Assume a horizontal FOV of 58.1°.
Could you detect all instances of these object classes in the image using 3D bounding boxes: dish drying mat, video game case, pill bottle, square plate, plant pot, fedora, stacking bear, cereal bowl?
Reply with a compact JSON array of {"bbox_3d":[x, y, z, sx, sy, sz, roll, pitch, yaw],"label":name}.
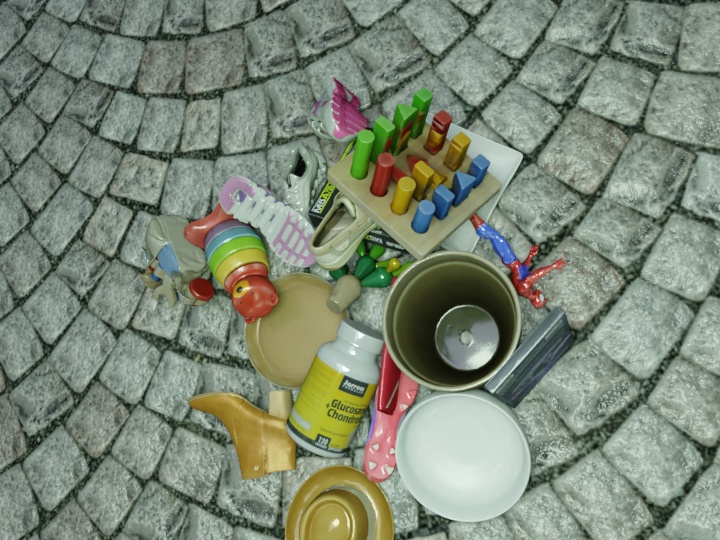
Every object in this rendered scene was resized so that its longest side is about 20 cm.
[{"bbox_3d":[0.052,0.118,1.003,0.018,0.077,0.203,3,73,21],"label":"dish drying mat"},{"bbox_3d":[0.248,0.131,0.931,0.019,0.200,0.143,42,92,26],"label":"video game case"},{"bbox_3d":[-0.034,0.186,1.041,0.111,0.112,0.202,26,95,20],"label":"pill bottle"},{"bbox_3d":[0.147,-0.147,1.115,0.197,0.028,0.202,29,88,21],"label":"square plate"},{"bbox_3d":[-0.110,0.105,1.140,0.197,0.027,0.203,-3,78,16],"label":"plant pot"},{"bbox_3d":[0.150,0.088,0.982,0.197,0.173,0.203,-5,74,18],"label":"plant pot"},{"bbox_3d":[-0.044,0.413,1.022,0.198,0.082,0.204,-4,77,17],"label":"fedora"},{"bbox_3d":[-0.209,-0.006,1.136,0.121,0.114,0.201,-33,63,7],"label":"stacking bear"},{"bbox_3d":[0.155,0.266,0.978,0.197,0.083,0.203,3,101,14],"label":"cereal bowl"}]

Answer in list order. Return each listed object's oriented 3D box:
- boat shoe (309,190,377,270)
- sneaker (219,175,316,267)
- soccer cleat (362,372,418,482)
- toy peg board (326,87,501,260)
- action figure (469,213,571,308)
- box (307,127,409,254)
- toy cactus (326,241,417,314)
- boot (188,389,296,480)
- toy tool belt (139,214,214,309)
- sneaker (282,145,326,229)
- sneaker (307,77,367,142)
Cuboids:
[{"bbox_3d":[-0.008,-0.095,1.000,0.072,0.065,0.201,28,74,31],"label":"boat shoe"},{"bbox_3d":[-0.142,-0.087,1.108,0.199,0.088,0.081,40,102,2],"label":"sneaker"},{"bbox_3d":[0.045,0.239,1.047,0.066,0.077,0.202,17,66,-6],"label":"soccer cleat"},{"bbox_3d":[0.089,-0.158,0.961,0.199,0.098,0.200,42,62,16],"label":"toy peg board"},{"bbox_3d":[0.253,-0.040,1.031,0.098,0.065,0.202,-30,85,3],"label":"action figure"},{"bbox_3d":[0.038,-0.140,1.079,0.191,0.048,0.202,15,65,30],"label":"box"},{"bbox_3d":[0.000,0.000,1.072,0.198,0.103,0.165,17,49,27],"label":"toy cactus"},{"bbox_3d":[-0.204,0.281,1.106,0.198,0.071,0.146,-4,74,11],"label":"boot"},{"bbox_3d":[-0.341,0.003,1.200,0.123,0.124,0.201,-47,62,36],"label":"toy tool belt"},{"bbox_3d":[-0.114,-0.127,1.164,0.074,0.081,0.203,4,81,16],"label":"sneaker"},{"bbox_3d":[-0.046,-0.264,1.145,0.081,0.201,0.088,36,113,-20],"label":"sneaker"}]
